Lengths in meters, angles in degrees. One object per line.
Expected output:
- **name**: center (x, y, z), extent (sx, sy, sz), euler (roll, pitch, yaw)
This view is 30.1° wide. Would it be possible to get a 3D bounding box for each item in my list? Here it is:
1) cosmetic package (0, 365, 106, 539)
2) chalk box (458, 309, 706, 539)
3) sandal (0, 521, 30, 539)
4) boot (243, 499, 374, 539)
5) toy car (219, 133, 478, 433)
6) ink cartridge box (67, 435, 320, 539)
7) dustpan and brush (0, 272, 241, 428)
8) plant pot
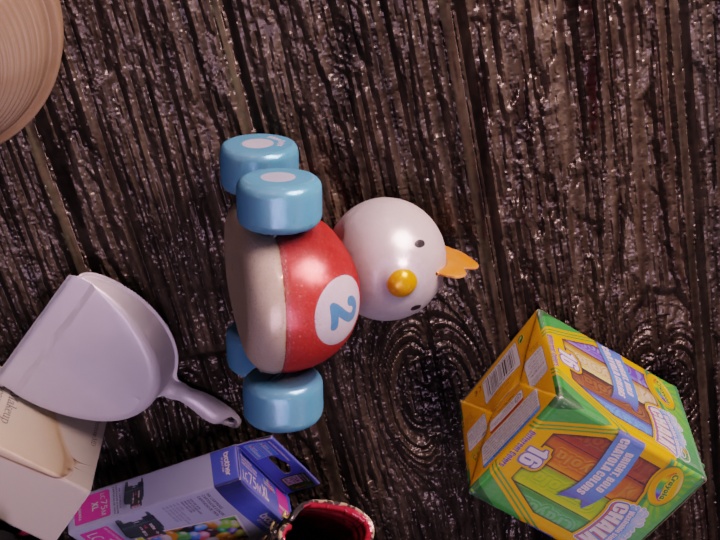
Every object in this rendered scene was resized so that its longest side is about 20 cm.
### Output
- **cosmetic package**: center (-0.321, 0.134, 1.121), extent (0.199, 0.104, 0.073), euler (29, 116, -19)
- **chalk box**: center (0.199, 0.151, 1.123), extent (0.199, 0.124, 0.125), euler (29, 118, -17)
- **sandal**: center (-0.313, 0.226, 1.165), extent (0.074, 0.046, 0.200), euler (1, 162, 1)
- **boot**: center (-0.095, 0.257, 1.158), extent (0.198, 0.074, 0.151), euler (2, 151, -35)
- **toy car**: center (0.000, 0.000, 1.014), extent (0.198, 0.177, 0.186), euler (-5, 111, -12)
- **ink cartridge box**: center (-0.144, 0.210, 1.184), extent (0.198, 0.042, 0.120), euler (-21, 144, 10)
- **dustpan and brush**: center (-0.186, 0.090, 1.132), extent (0.199, 0.057, 0.140), euler (35, 116, -13)
- **plant pot**: center (-0.307, -0.155, 0.931), extent (0.199, 0.093, 0.203), euler (-6, 123, -9)
